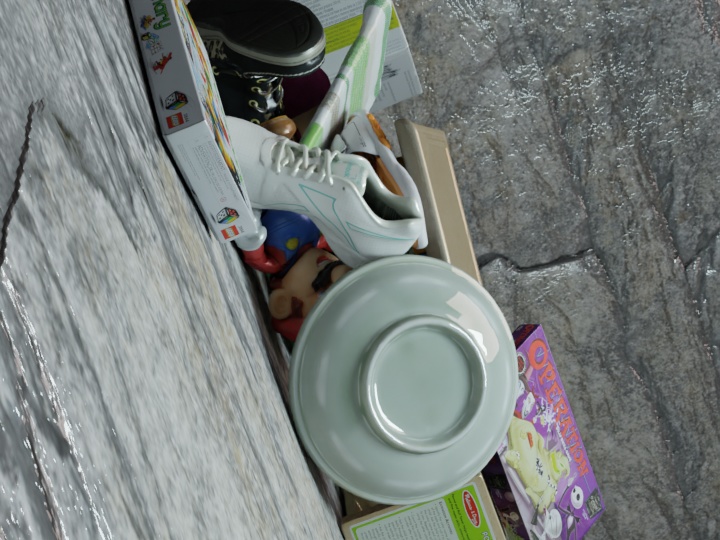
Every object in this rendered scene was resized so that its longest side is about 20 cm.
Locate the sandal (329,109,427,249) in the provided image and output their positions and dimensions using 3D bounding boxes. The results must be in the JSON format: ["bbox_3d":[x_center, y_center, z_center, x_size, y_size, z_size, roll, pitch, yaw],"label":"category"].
[{"bbox_3d":[0.002,-0.077,1.572,0.207,0.059,0.080,-123,-159,-60],"label":"sandal"}]

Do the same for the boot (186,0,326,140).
[{"bbox_3d":[-0.079,-0.154,1.575,0.203,0.073,0.154,23,-41,51],"label":"boot"}]

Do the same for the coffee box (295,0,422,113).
[{"bbox_3d":[-0.063,-0.270,1.986,0.200,0.199,0.199,58,11,-80],"label":"coffee box"}]

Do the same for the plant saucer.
[{"bbox_3d":[0.043,0.088,1.437,0.050,0.199,0.201,3,-64,68],"label":"plant saucer"}]

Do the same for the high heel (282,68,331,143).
[{"bbox_3d":[-0.038,-0.123,1.743,0.096,0.067,0.200,60,-5,22],"label":"high heel"}]

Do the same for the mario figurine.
[{"bbox_3d":[-0.043,-0.029,1.502,0.201,0.123,0.106,66,-10,-6],"label":"mario figurine"}]

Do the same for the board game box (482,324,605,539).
[{"bbox_3d":[0.155,0.164,1.629,0.120,0.032,0.201,-45,121,-46],"label":"board game box"}]

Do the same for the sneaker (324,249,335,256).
[{"bbox_3d":[0.000,0.000,1.643,0.076,0.200,0.075,44,-30,-21],"label":"sneaker"}]

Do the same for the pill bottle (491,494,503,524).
[{"bbox_3d":[0.096,0.200,1.733,0.111,0.199,0.112,-20,90,-88],"label":"pill bottle"}]

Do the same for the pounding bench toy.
[{"bbox_3d":[0.045,0.189,1.569,0.156,0.124,0.201,-103,172,-73],"label":"pounding bench toy"}]

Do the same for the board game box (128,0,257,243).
[{"bbox_3d":[-0.129,-0.134,1.350,0.126,0.034,0.201,68,3,-52],"label":"board game box"}]

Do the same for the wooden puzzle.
[{"bbox_3d":[0.070,-0.040,1.642,0.200,0.037,0.186,3,73,-79],"label":"wooden puzzle"}]

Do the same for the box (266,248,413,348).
[{"bbox_3d":[0.000,0.025,1.697,0.048,0.199,0.118,-34,-109,49],"label":"box"}]

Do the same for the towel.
[{"bbox_3d":[-0.026,-0.140,1.652,0.149,0.031,0.201,98,17,-59],"label":"towel"}]

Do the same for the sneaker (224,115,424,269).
[{"bbox_3d":[-0.036,-0.074,1.439,0.080,0.200,0.071,-41,-154,52],"label":"sneaker"}]
